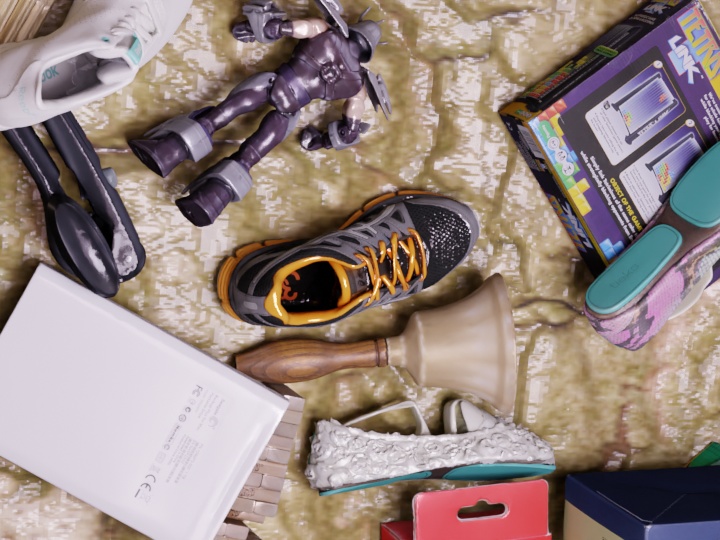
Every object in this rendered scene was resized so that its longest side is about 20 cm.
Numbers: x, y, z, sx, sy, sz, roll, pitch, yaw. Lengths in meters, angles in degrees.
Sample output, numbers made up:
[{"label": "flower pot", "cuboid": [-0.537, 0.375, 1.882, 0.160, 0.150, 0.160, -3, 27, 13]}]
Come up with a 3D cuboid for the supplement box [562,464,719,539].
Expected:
[{"label": "supplement box", "cuboid": [0.262, 0.260, 1.764, 0.199, 0.134, 0.201, -1, 102, -20]}]

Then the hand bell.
[{"label": "hand bell", "cuboid": [0.007, 0.061, 1.731, 0.199, 0.104, 0.105, -4, 104, -6]}]

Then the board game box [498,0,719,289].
[{"label": "board game box", "cuboid": [0.223, -0.083, 1.781, 0.165, 0.057, 0.200, -36, 112, -12]}]

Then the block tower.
[{"label": "block tower", "cuboid": [-0.096, 0.178, 1.720, 0.058, 0.054, 0.201, 13, 96, -23]}]

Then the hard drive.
[{"label": "hard drive", "cuboid": [-0.168, 0.100, 1.657, 0.200, 0.026, 0.132, 29, 93, -6]}]

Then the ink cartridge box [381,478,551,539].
[{"label": "ink cartridge box", "cuboid": [0.079, 0.251, 1.794, 0.116, 0.067, 0.201, -4, 103, -20]}]

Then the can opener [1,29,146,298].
[{"label": "can opener", "cuboid": [-0.206, -0.076, 1.620, 0.063, 0.079, 0.200, -28, 98, -19]}]

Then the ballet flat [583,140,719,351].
[{"label": "ballet flat", "cuboid": [0.247, -0.022, 1.745, 0.200, 0.069, 0.071, -48, 132, -2]}]

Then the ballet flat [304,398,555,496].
[{"label": "ballet flat", "cuboid": [0.054, 0.127, 1.761, 0.199, 0.072, 0.072, -3, 103, -20]}]

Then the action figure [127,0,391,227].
[{"label": "action figure", "cuboid": [-0.061, -0.121, 1.663, 0.200, 0.069, 0.130, -38, 105, -13]}]

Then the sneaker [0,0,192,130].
[{"label": "sneaker", "cuboid": [-0.166, -0.149, 1.576, 0.200, 0.088, 0.075, -41, 120, -35]}]

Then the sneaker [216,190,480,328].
[{"label": "sneaker", "cuboid": [0.000, 0.000, 1.705, 0.199, 0.077, 0.079, -20, 107, -17]}]

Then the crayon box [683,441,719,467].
[{"label": "crayon box", "cuboid": [0.245, 0.245, 1.860, 0.200, 0.058, 0.119, -39, 112, -9]}]

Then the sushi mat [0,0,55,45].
[{"label": "sushi mat", "cuboid": [-0.248, -0.198, 1.581, 0.096, 0.012, 0.200, 30, 81, -16]}]
